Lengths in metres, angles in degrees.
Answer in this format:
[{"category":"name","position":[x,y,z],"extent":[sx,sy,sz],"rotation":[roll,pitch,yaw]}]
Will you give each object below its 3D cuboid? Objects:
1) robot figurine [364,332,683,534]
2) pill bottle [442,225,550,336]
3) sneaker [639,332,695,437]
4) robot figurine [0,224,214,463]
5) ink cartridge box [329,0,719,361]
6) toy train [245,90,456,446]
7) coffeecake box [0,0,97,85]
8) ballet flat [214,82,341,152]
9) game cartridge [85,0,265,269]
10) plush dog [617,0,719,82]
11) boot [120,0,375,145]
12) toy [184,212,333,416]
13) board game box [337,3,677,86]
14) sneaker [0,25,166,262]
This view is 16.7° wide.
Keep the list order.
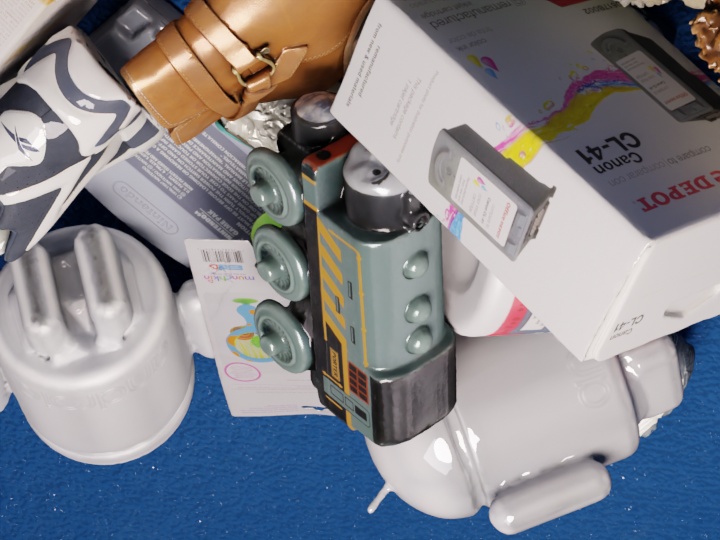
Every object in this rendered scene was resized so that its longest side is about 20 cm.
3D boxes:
[{"category":"robot figurine","position":[0.086,0.074,1.434],"extent":[0.199,0.170,0.113],"rotation":[-21,140,-1]},{"category":"pill bottle","position":[0.142,-0.027,1.358],"extent":[0.199,0.120,0.120],"rotation":[-2,138,-20]},{"category":"sneaker","position":[0.111,0.071,1.526],"extent":[0.199,0.078,0.086],"rotation":[-19,120,30]},{"category":"robot figurine","position":[-0.166,0.049,1.528],"extent":[0.169,0.113,0.200],"rotation":[-12,152,0]},{"category":"ink cartridge box","position":[0.106,-0.063,1.228],"extent":[0.200,0.147,0.086],"rotation":[44,132,26]},{"category":"toy train","position":[0.000,0.000,1.322],"extent":[0.114,0.085,0.201],"rotation":[36,143,36]},{"category":"coffeecake box","position":[-0.190,-0.158,1.340],"extent":[0.073,0.154,0.200],"rotation":[45,129,-3]},{"category":"ballet flat","position":[0.008,-0.058,1.400],"extent":[0.200,0.072,0.072],"rotation":[34,131,-18]},{"category":"game cartridge","position":[-0.100,-0.069,1.486],"extent":[0.200,0.042,0.133],"rotation":[40,134,-21]},{"category":"plush dog","position":[0.229,-0.128,1.216],"extent":[0.200,0.172,0.160],"rotation":[24,135,-37]},{"category":"boot","position":[-0.057,-0.140,1.267],"extent":[0.154,0.074,0.200],"rotation":[-27,149,-1]},{"category":"toy","position":[-0.034,0.024,1.494],"extent":[0.115,0.047,0.200],"rotation":[1,150,7]},{"category":"board game box","position":[0.063,-0.111,1.400],"extent":[0.135,0.035,0.200],"rotation":[35,131,-16]},{"category":"sneaker","position":[-0.180,-0.064,1.347],"extent":[0.129,0.199,0.080],"rotation":[-39,96,0]}]
